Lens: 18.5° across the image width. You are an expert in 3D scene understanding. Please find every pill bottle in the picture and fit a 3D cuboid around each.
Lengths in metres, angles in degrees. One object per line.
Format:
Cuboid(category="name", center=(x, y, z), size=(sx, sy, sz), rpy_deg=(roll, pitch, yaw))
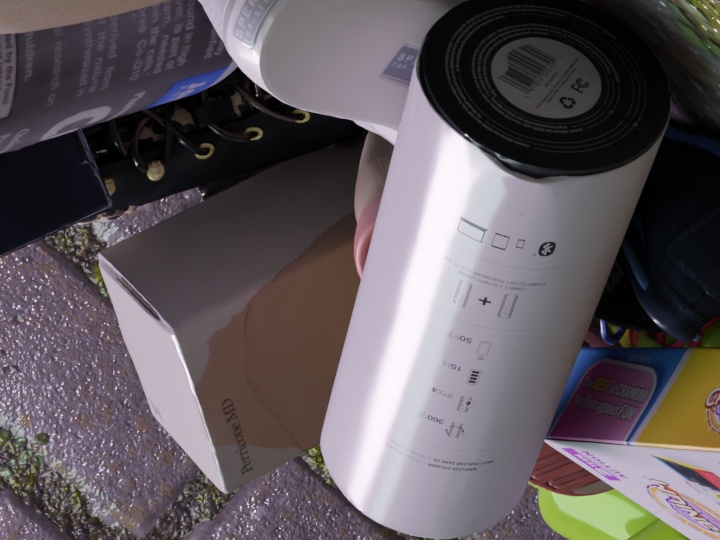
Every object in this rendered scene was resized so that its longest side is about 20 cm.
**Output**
Cuboid(category="pill bottle", center=(-0.103, -0.104, 0.752), size=(0.114, 0.200, 0.114), rpy_deg=(24, 124, 41))

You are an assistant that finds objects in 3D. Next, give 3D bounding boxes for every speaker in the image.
Cuboid(category="speaker", center=(0.040, 0.006, 0.744), size=(0.081, 0.081, 0.200), rpy_deg=(41, 144, 22))

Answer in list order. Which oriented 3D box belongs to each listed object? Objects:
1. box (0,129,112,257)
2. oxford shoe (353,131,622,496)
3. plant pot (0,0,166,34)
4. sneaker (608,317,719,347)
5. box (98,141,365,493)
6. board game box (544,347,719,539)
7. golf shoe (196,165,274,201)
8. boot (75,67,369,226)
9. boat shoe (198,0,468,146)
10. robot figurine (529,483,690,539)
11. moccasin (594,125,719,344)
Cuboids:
Cuboid(category="box", center=(-0.217, -0.091, 0.876), size=(0.200, 0.123, 0.198), rpy_deg=(2, 116, 62))
Cuboid(category="oxford shoe", center=(0.062, 0.015, 0.877), size=(0.200, 0.071, 0.074), rpy_deg=(55, -162, -40))
Cuboid(category="plant pot", center=(-0.089, -0.144, 0.606), size=(0.200, 0.134, 0.200), rpy_deg=(41, 179, 1))
Cuboid(category="sneaker", center=(0.155, 0.035, 0.896), size=(0.200, 0.078, 0.090), rpy_deg=(33, 173, 8))
Cuboid(category="box", center=(0.000, 0.000, 0.942), size=(0.078, 0.200, 0.095), rpy_deg=(40, 153, 49))
Cuboid(category="board game box", center=(0.173, 0.081, 0.767), size=(0.153, 0.040, 0.200), rpy_deg=(34, 165, -20))
Cuboid(category="golf shoe", center=(-0.016, -0.016, 1.056), size=(0.200, 0.077, 0.088), rpy_deg=(45, 172, -15))
Cuboid(category="boot", center=(-0.047, -0.067, 0.888), size=(0.204, 0.154, 0.074), rpy_deg=(3, 116, 68))
Cuboid(category="boat shoe", center=(0.009, -0.078, 0.748), size=(0.200, 0.072, 0.069), rpy_deg=(8, -145, -53))
Cuboid(category="robot figurine", center=(0.170, 0.102, 1.105), size=(0.200, 0.116, 0.175), rpy_deg=(25, -155, 21))
Cuboid(category="moccasin", center=(0.098, -0.015, 0.803), size=(0.080, 0.068, 0.200), rpy_deg=(42, 179, -3))
